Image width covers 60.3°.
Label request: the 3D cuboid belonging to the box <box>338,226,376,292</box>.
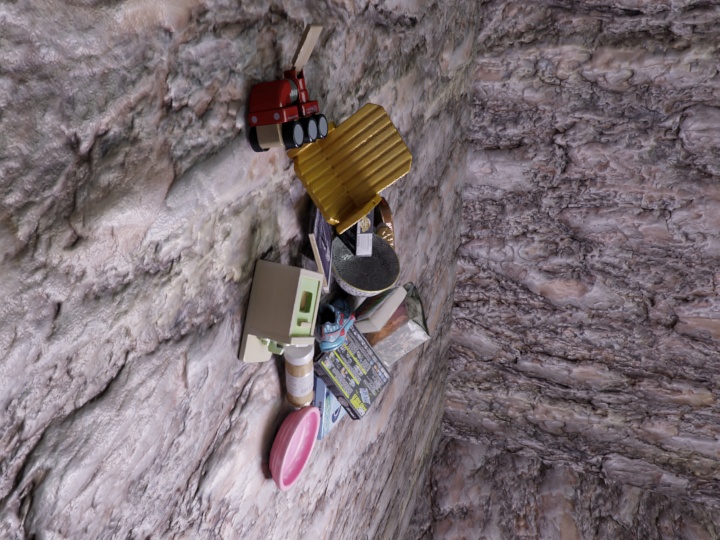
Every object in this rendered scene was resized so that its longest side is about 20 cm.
[{"bbox_3d":[-0.002,-0.033,1.779,0.158,0.047,0.207,19,82,-73],"label":"box"}]

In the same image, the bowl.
[{"bbox_3d":[0.000,0.000,1.635,0.203,0.196,0.095,-63,179,-41],"label":"bowl"}]

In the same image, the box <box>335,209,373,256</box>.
[{"bbox_3d":[-0.014,-0.160,1.512,0.200,0.048,0.205,-133,-135,-66],"label":"box"}]

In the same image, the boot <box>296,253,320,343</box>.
[{"bbox_3d":[-0.121,0.068,1.436,0.201,0.067,0.180,68,28,-69],"label":"boot"}]

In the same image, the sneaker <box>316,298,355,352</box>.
[{"bbox_3d":[-0.066,0.118,1.603,0.202,0.077,0.098,-73,147,-60],"label":"sneaker"}]

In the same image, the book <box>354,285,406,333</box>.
[{"bbox_3d":[0.036,0.108,1.682,0.134,0.048,0.199,-47,-170,-24],"label":"book"}]

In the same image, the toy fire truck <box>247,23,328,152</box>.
[{"bbox_3d":[-0.128,-0.335,1.139,0.176,0.125,0.207,-42,127,-62],"label":"toy fire truck"}]

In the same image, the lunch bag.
[{"bbox_3d":[0.097,0.136,1.769,0.117,0.162,0.203,40,25,-31],"label":"lunch bag"}]

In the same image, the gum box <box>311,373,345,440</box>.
[{"bbox_3d":[-0.082,0.348,1.732,0.199,0.043,0.176,-26,123,-68],"label":"gum box"}]

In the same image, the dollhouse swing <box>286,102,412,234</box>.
[{"bbox_3d":[-0.011,-0.227,1.309,0.203,0.173,0.182,56,31,-9],"label":"dollhouse swing"}]

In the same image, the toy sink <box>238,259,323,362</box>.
[{"bbox_3d":[-0.155,0.094,1.261,0.130,0.109,0.207,20,81,-71],"label":"toy sink"}]

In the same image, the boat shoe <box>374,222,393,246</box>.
[{"bbox_3d":[0.050,-0.037,1.748,0.070,0.068,0.206,-102,-154,-65],"label":"boat shoe"}]

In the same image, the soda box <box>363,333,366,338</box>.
[{"bbox_3d":[-0.001,0.210,1.794,0.069,0.063,0.202,50,29,-17],"label":"soda box"}]

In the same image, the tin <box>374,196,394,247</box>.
[{"bbox_3d":[0.069,-0.128,1.875,0.113,0.040,0.204,-111,-168,-48],"label":"tin"}]

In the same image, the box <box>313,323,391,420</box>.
[{"bbox_3d":[-0.022,0.264,1.647,0.202,0.044,0.161,53,54,-15],"label":"box"}]

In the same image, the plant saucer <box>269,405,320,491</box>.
[{"bbox_3d":[-0.161,0.416,1.480,0.200,0.049,0.207,18,89,-73],"label":"plant saucer"}]

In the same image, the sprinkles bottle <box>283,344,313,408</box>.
[{"bbox_3d":[-0.139,0.230,1.406,0.204,0.066,0.069,95,16,-46],"label":"sprinkles bottle"}]

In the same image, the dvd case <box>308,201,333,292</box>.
[{"bbox_3d":[-0.092,-0.071,1.468,0.203,0.015,0.152,78,12,-48],"label":"dvd case"}]
